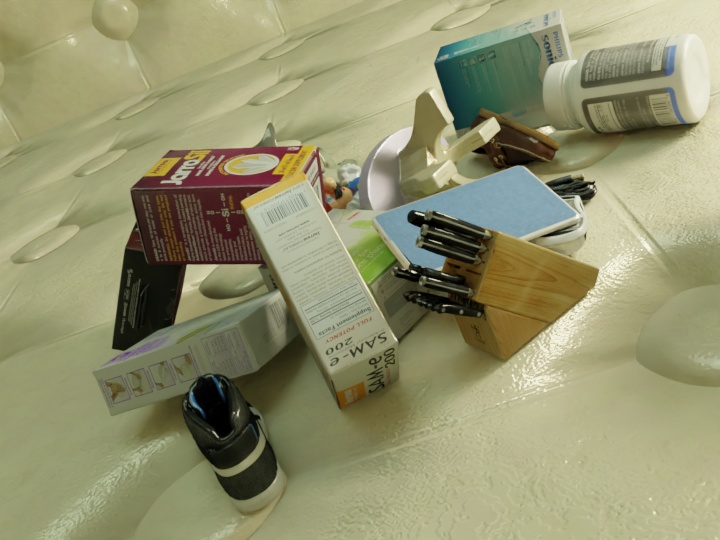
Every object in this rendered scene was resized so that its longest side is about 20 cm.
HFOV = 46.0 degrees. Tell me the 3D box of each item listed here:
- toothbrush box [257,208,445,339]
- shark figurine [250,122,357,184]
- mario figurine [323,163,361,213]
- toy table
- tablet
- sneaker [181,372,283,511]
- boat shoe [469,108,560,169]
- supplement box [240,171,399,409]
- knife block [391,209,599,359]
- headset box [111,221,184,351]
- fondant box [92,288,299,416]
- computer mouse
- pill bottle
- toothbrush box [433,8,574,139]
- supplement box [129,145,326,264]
[{"bbox_3d":[0.000,0.000,1.009,0.199,0.087,0.145,6,38,48],"label":"toothbrush box"},{"bbox_3d":[-0.081,-0.139,1.326,0.090,0.213,0.129,-52,47,29],"label":"shark figurine"},{"bbox_3d":[-0.006,-0.118,1.206,0.199,0.107,0.123,-29,-9,-28],"label":"mario figurine"},{"bbox_3d":[0.098,-0.133,1.103,0.117,0.184,0.201,-21,29,45],"label":"toy table"},{"bbox_3d":[0.124,-0.055,0.930,0.198,0.014,0.130,-20,39,-13],"label":"tablet"},{"bbox_3d":[-0.137,0.137,0.830,0.073,0.113,0.200,-29,26,-15],"label":"sneaker"},{"bbox_3d":[0.211,-0.176,1.201,0.071,0.070,0.200,-61,23,8],"label":"boat shoe"},{"bbox_3d":[-0.037,0.022,0.838,0.073,0.126,0.201,-26,69,-7],"label":"supplement box"},{"bbox_3d":[0.129,-0.015,0.825,0.199,0.177,0.064,-34,29,-22],"label":"knife block"},{"bbox_3d":[-0.275,0.009,1.133,0.074,0.150,0.200,10,25,-10],"label":"headset box"},{"bbox_3d":[-0.178,0.088,0.958,0.198,0.059,0.144,-20,8,22],"label":"fondant box"},{"bbox_3d":[0.224,-0.057,0.984,0.108,0.044,0.200,-9,24,16],"label":"computer mouse"},{"bbox_3d":[0.357,-0.247,1.149,0.198,0.115,0.114,1,34,39],"label":"pill bottle"},{"bbox_3d":[0.230,-0.294,1.305,0.198,0.147,0.086,-13,27,22],"label":"toothbrush box"},{"bbox_3d":[-0.152,-0.080,1.019,0.198,0.104,0.131,-1,29,11],"label":"supplement box"}]
